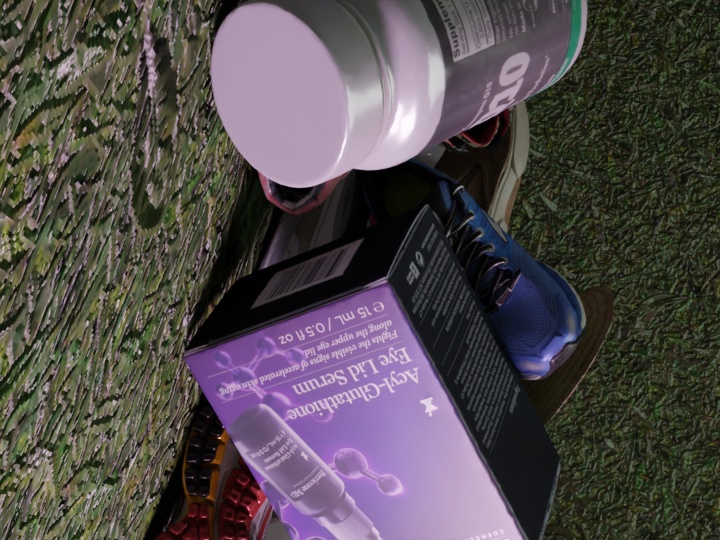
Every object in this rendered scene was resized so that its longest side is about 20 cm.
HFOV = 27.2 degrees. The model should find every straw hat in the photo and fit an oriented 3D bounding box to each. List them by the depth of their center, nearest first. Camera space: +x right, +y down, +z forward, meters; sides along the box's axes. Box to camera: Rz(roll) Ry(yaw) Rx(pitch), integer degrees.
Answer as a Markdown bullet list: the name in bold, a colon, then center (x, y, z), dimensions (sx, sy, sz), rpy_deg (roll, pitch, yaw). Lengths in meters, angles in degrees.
- **straw hat**: center (0.078, 0.062, 1.040), dimensions (0.201, 0.085, 0.201), rpy_deg (-49, -172, 9)

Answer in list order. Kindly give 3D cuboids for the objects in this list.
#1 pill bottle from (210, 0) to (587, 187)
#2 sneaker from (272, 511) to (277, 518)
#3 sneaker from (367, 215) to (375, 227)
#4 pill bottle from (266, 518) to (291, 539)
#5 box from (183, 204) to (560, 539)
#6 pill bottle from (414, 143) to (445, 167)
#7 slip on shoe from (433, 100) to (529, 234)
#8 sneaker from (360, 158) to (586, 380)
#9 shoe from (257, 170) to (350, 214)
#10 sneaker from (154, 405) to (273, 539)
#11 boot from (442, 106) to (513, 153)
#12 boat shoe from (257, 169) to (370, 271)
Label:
- **pill bottle**: center (0.023, -0.121, 0.786), dimensions (0.199, 0.113, 0.114), rpy_deg (-29, 142, -41)
- **sneaker**: center (-0.035, 0.147, 1.146), dimensions (0.074, 0.115, 0.201), rpy_deg (-66, 172, -51)
- **sneaker**: center (0.000, 0.000, 1.100), dimensions (0.200, 0.071, 0.113), rpy_deg (-10, -119, 69)
- **pill bottle**: center (-0.068, 0.280, 1.059), dimensions (0.201, 0.113, 0.113), rpy_deg (-64, 179, 35)
- **box**: center (0.013, 0.086, 0.905), dimensions (0.201, 0.147, 0.104), rpy_deg (60, 27, -16)
- **pill bottle**: center (0.082, -0.181, 1.273), dimensions (0.116, 0.115, 0.201), rpy_deg (49, 58, -81)
- **slip on shoe**: center (0.077, -0.063, 1.122), dimensions (0.076, 0.060, 0.202), rpy_deg (-16, -121, 58)
- **sneaker**: center (0.062, -0.006, 0.956), dimensions (0.079, 0.200, 0.089), rpy_deg (-50, 146, 7)
- **shoe**: center (-0.011, -0.132, 0.878), dimensions (0.091, 0.071, 0.201), rpy_deg (-64, 171, -65)
- **sneaker**: center (-0.092, 0.181, 0.949), dimensions (0.082, 0.077, 0.201), rpy_deg (94, 15, -63)
- **boot**: center (0.053, -0.131, 1.066), dimensions (0.204, 0.073, 0.154), rpy_deg (85, -14, -55)
- **boat shoe**: center (-0.026, -0.054, 1.017), dimensions (0.074, 0.064, 0.203), rpy_deg (46, 55, -66)
